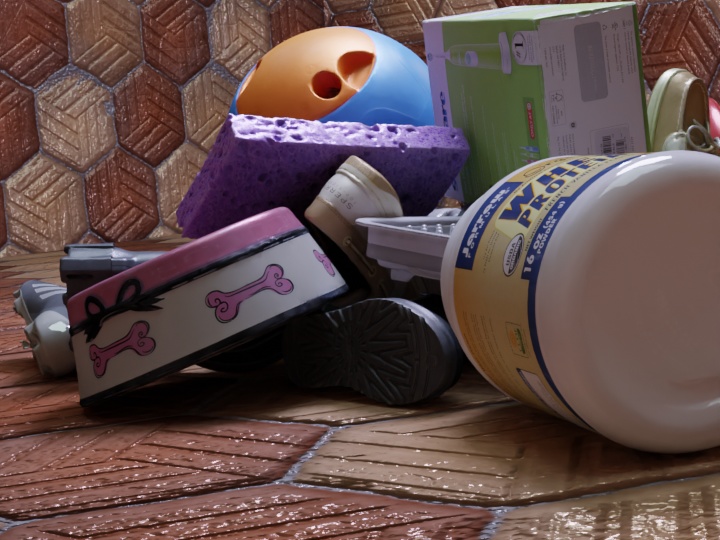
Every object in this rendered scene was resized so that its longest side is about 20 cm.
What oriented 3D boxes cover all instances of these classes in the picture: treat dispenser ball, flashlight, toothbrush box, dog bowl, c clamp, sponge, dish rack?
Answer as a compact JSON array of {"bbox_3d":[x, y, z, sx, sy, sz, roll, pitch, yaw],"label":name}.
[{"bbox_3d":[-0.018,-0.110,1.213,0.200,0.201,0.201,-5,5,0],"label":"treat dispenser ball"},{"bbox_3d":[-0.127,0.008,1.085,0.200,0.068,0.068,-1,25,-4],"label":"flashlight"},{"bbox_3d":[0.129,-0.123,1.051,0.086,0.146,0.200,-13,12,-19],"label":"toothbrush box"},{"bbox_3d":[-0.112,0.021,0.960,0.200,0.074,0.200,-23,2,1],"label":"dog bowl"},{"bbox_3d":[-0.097,0.027,1.146,0.171,0.027,0.200,21,31,25],"label":"c clamp"},{"bbox_3d":[-0.027,-0.065,1.043,0.200,0.030,0.112,1,-38,-30],"label":"sponge"},{"bbox_3d":[0.112,-0.009,0.954,0.200,0.044,0.171,-2,10,-43],"label":"dish rack"}]

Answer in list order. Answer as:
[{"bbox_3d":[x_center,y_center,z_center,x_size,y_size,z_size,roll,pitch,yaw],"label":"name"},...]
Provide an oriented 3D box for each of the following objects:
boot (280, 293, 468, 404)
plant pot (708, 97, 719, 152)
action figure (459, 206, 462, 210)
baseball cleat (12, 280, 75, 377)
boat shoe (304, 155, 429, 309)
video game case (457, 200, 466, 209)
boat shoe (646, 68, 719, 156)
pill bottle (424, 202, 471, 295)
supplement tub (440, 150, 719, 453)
[{"bbox_3d":[0.073,0.044,0.947,0.200,0.066,0.165,-3,4,-38],"label":"boot"},{"bbox_3d":[0.357,-0.068,1.130,0.182,0.201,0.200,-9,4,3],"label":"plant pot"},{"bbox_3d":[0.196,-0.033,1.494,0.193,0.105,0.200,-2,28,-27],"label":"action figure"},{"bbox_3d":[-0.238,0.042,1.187,0.106,0.070,0.200,-20,19,-13],"label":"baseball cleat"},{"bbox_3d":[0.000,0.000,1.046,0.069,0.200,0.074,-39,52,-16],"label":"boat shoe"},{"bbox_3d":[0.134,-0.058,1.268,0.036,0.200,0.181,-30,9,-11],"label":"video game case"},{"bbox_3d":[0.245,-0.050,1.033,0.063,0.201,0.073,0,-10,38],"label":"boat shoe"},{"bbox_3d":[0.140,-0.007,1.124,0.200,0.114,0.114,-3,5,28],"label":"pill bottle"},{"bbox_3d":[0.129,0.011,0.739,0.144,0.145,0.200,-6,5,-14],"label":"supplement tub"}]
